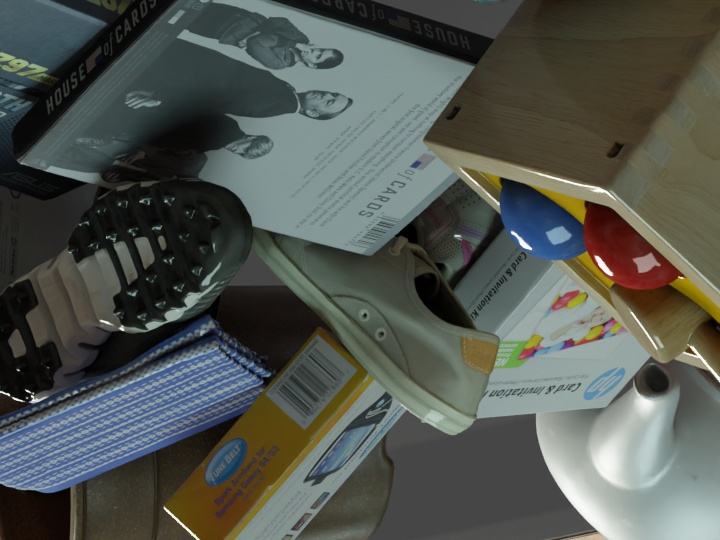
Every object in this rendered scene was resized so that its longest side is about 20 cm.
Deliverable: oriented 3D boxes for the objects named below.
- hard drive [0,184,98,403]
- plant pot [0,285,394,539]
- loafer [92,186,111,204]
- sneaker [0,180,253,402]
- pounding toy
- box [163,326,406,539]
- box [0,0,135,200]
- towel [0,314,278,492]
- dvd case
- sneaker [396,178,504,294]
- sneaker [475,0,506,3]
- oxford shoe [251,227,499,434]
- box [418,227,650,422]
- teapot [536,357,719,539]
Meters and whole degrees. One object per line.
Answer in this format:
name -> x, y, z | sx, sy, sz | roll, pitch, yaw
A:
hard drive -> -0.157, 0.001, 1.494 | 0.025, 0.132, 0.200 | -10, 159, 33
plant pot -> -0.096, 0.089, 1.686 | 0.198, 0.201, 0.200 | -6, 161, -20
loafer -> -0.065, -0.065, 1.432 | 0.200, 0.076, 0.068 | -31, 147, 33
sneaker -> -0.095, 0.002, 1.374 | 0.090, 0.067, 0.200 | -14, 168, -39
pounding toy -> 0.149, -0.006, 1.235 | 0.200, 0.142, 0.184 | 41, 170, -26
box -> -0.031, 0.093, 1.536 | 0.119, 0.041, 0.200 | -49, 171, 0
box -> -0.159, -0.100, 1.342 | 0.157, 0.051, 0.200 | -22, 153, 35
towel -> -0.115, 0.066, 1.420 | 0.144, 0.024, 0.200 | -24, 169, 4
dvd case -> -0.033, -0.072, 1.334 | 0.200, 0.025, 0.150 | 14, 141, -35
sneaker -> 0.036, -0.009, 1.549 | 0.088, 0.081, 0.200 | -29, 159, -21
sneaker -> 0.066, -0.169, 1.173 | 0.130, 0.080, 0.200 | -12, 168, 25
oxford shoe -> 0.000, 0.000, 1.466 | 0.058, 0.200, 0.075 | -53, 148, 12
box -> 0.126, -0.004, 1.516 | 0.156, 0.041, 0.200 | -1, 140, -48
teapot -> 0.212, 0.077, 1.747 | 0.197, 0.200, 0.146 | 24, 122, -17
